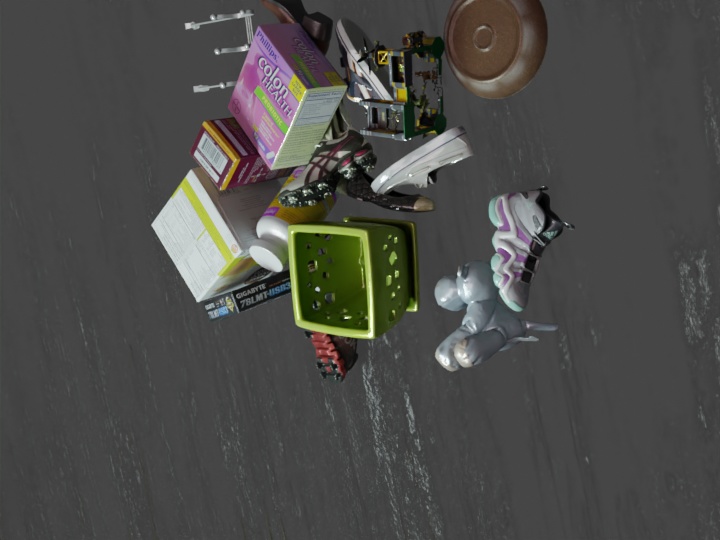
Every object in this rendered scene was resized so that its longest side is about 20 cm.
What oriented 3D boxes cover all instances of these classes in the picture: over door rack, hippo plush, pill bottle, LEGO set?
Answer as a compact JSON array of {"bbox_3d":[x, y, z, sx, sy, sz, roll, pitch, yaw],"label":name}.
[{"bbox_3d":[-0.293,-0.449,1.894,0.199,0.066,0.149,1,102,40],"label":"over door rack"},{"bbox_3d":[0.192,0.069,1.558,0.200,0.159,0.161,-24,86,42],"label":"hippo plush"},{"bbox_3d":[-0.130,-0.096,1.752,0.104,0.200,0.104,24,152,14],"label":"pill bottle"},{"bbox_3d":[0.064,-0.312,1.569,0.116,0.154,0.201,14,125,38],"label":"LEGO set"}]

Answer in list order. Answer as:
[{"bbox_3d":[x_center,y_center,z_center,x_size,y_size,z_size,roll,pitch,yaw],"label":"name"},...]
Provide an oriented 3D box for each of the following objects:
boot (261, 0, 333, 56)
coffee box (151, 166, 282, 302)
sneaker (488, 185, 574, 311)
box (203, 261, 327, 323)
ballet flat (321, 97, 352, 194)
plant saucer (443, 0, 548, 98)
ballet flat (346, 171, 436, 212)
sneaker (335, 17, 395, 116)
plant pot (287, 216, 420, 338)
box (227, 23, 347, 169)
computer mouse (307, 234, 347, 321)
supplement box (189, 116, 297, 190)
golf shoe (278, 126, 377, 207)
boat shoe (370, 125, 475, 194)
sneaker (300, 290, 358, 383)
[{"bbox_3d":[-0.139,-0.425,1.789,0.188,0.068,0.201,33,128,21],"label":"boot"},{"bbox_3d":[-0.267,-0.086,1.880,0.198,0.199,0.200,-45,73,39],"label":"coffee box"},{"bbox_3d":[0.284,-0.042,1.485,0.139,0.078,0.201,-15,75,36],"label":"sneaker"},{"bbox_3d":[-0.189,0.041,1.811,0.200,0.198,0.050,-20,92,64],"label":"box"},{"bbox_3d":[-0.042,-0.245,1.738,0.062,0.067,0.201,-12,95,30],"label":"ballet flat"},{"bbox_3d":[0.210,-0.382,1.504,0.200,0.037,0.201,13,111,38],"label":"plant saucer"},{"bbox_3d":[0.053,-0.143,1.683,0.199,0.066,0.057,19,103,34],"label":"ballet flat"},{"bbox_3d":[-0.001,-0.358,1.661,0.079,0.078,0.201,-36,79,34],"label":"sneaker"},{"bbox_3d":[0.000,0.000,1.688,0.199,0.181,0.200,6,106,39],"label":"plant pot"},{"bbox_3d":[-0.140,-0.322,1.703,0.176,0.096,0.200,55,136,23],"label":"box"},{"bbox_3d":[-0.068,0.015,1.841,0.109,0.044,0.201,-25,85,41],"label":"computer mouse"},{"bbox_3d":[-0.216,-0.237,1.796,0.110,0.200,0.086,50,129,19],"label":"supplement box"},{"bbox_3d":[-0.070,-0.185,1.691,0.199,0.077,0.088,-29,71,-3],"label":"golf shoe"},{"bbox_3d":[0.110,-0.177,1.609,0.200,0.072,0.066,-30,87,20],"label":"boat shoe"},{"bbox_3d":[-0.058,0.120,1.817,0.071,0.098,0.201,3,120,46],"label":"sneaker"}]
